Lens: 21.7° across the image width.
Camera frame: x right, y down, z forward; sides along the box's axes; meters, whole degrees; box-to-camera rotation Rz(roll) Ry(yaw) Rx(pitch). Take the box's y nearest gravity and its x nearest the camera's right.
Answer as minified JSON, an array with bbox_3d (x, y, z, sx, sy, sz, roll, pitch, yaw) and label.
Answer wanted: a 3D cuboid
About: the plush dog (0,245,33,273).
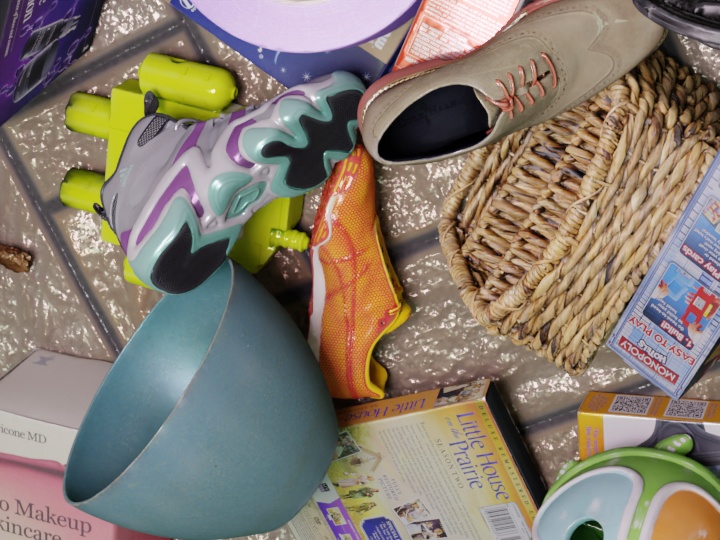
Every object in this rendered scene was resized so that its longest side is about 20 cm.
[{"bbox_3d":[-0.353,0.000,1.406,0.160,0.172,0.200,21,116,12],"label":"plush dog"}]

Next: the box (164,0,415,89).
[{"bbox_3d":[-0.031,-0.184,1.290,0.200,0.032,0.121,35,119,3],"label":"box"}]

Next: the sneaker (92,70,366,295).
[{"bbox_3d":[-0.101,-0.091,1.286,0.200,0.078,0.140,-39,51,-5],"label":"sneaker"}]

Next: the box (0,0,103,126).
[{"bbox_3d":[-0.230,-0.201,1.263,0.079,0.141,0.200,33,139,5],"label":"box"}]

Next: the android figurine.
[{"bbox_3d":[-0.125,-0.065,1.369,0.200,0.041,0.182,17,115,16],"label":"android figurine"}]

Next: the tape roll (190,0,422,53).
[{"bbox_3d":[-0.032,-0.242,1.219,0.200,0.066,0.201,2,98,11],"label":"tape roll"}]

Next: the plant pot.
[{"bbox_3d":[-0.095,0.109,1.304,0.135,0.200,0.200,35,121,-18],"label":"plant pot"}]

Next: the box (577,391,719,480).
[{"bbox_3d":[0.254,0.152,1.314,0.200,0.041,0.119,3,112,22],"label":"box"}]

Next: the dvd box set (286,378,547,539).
[{"bbox_3d":[0.032,0.160,1.390,0.200,0.029,0.146,-14,119,25],"label":"dvd box set"}]

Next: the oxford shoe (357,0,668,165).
[{"bbox_3d":[0.094,-0.108,1.113,0.200,0.075,0.071,-26,111,9],"label":"oxford shoe"}]

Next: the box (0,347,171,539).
[{"bbox_3d":[-0.224,0.180,1.467,0.128,0.109,0.200,11,115,17],"label":"box"}]

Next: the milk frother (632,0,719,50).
[{"bbox_3d":[0.239,-0.231,1.066,0.180,0.200,0.188,-7,108,13],"label":"milk frother"}]

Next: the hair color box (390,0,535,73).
[{"bbox_3d":[0.091,-0.195,1.183,0.064,0.111,0.200,29,111,9],"label":"hair color box"}]

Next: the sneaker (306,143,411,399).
[{"bbox_3d":[0.000,0.000,1.342,0.077,0.073,0.200,5,120,3],"label":"sneaker"}]

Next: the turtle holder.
[{"bbox_3d":[0.164,0.199,1.271,0.185,0.132,0.141,-1,112,21],"label":"turtle holder"}]

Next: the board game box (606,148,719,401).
[{"bbox_3d":[0.243,-0.023,1.161,0.062,0.200,0.200,40,120,17],"label":"board game box"}]

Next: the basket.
[{"bbox_3d":[0.133,-0.051,1.218,0.149,0.143,0.200,33,118,5],"label":"basket"}]
